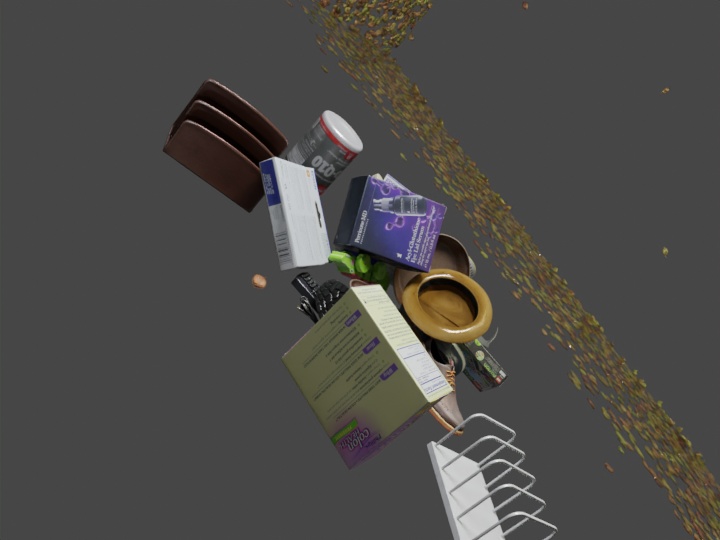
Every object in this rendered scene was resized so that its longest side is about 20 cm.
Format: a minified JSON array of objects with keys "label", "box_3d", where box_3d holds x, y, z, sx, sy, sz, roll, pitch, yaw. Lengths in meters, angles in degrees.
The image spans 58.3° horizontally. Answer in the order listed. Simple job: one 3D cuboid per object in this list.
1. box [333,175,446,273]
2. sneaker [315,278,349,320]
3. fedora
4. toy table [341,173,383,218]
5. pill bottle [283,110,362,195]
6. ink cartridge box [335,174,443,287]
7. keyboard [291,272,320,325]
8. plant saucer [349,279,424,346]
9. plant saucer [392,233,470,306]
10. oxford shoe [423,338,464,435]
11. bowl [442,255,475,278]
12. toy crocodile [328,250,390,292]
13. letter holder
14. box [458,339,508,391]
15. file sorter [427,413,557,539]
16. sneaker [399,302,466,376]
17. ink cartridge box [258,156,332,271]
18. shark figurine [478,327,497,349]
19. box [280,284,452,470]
[{"label":"box","box_3d":[0.061,-0.094,1.356,0.196,0.152,0.104,17,-3,-22]},{"label":"sneaker","box_3d":[-0.010,0.109,1.150,0.201,0.075,0.088,52,-5,24]},{"label":"fedora","box_3d":[0.179,0.089,1.360,0.195,0.083,0.204,1,47,-1]},{"label":"toy table","box_3d":[0.056,-0.130,1.566,0.117,0.181,0.203,42,31,-40]},{"label":"pill bottle","box_3d":[-0.098,-0.233,1.396,0.113,0.200,0.115,37,24,-20]},{"label":"ink cartridge box","box_3d":[0.068,-0.087,1.467,0.196,0.202,0.043,32,3,-32]},{"label":"keyboard","box_3d":[-0.054,0.087,1.190,0.200,0.021,0.127,48,22,1]},{"label":"plant saucer","box_3d":[0.044,0.101,1.274,0.199,0.037,0.201,40,13,-11]},{"label":"plant saucer","box_3d":[0.160,0.009,1.497,0.199,0.202,0.037,34,5,-27]},{"label":"oxford shoe","box_3d":[0.159,0.227,1.277,0.071,0.073,0.202,18,37,-50]},{"label":"bowl","box_3d":[0.179,0.005,1.604,0.199,0.199,0.096,38,66,-21]},{"label":"toy crocodile","box_3d":[0.000,0.000,1.364,0.066,0.063,0.199,11,-7,31]},{"label":"letter holder","box_3d":[-0.244,-0.237,1.214,0.198,0.142,0.102,35,24,-27]},{"label":"box","box_3d":[0.236,0.181,1.458,0.201,0.035,0.110,49,-21,4]},{"label":"file sorter","box_3d":[0.223,0.368,1.095,0.137,0.124,0.202,32,26,-33]},{"label":"sneaker","box_3d":[0.144,0.146,1.393,0.201,0.071,0.081,48,34,19]},{"label":"ink cartridge box","box_3d":[-0.120,-0.104,1.233,0.199,0.040,0.205,-7,86,-73]},{"label":"shark figurine","box_3d":[0.282,0.149,1.583,0.212,0.091,0.128,27,14,-32]},{"label":"box","box_3d":[0.007,0.157,0.980,0.202,0.176,0.096,54,24,18]}]
